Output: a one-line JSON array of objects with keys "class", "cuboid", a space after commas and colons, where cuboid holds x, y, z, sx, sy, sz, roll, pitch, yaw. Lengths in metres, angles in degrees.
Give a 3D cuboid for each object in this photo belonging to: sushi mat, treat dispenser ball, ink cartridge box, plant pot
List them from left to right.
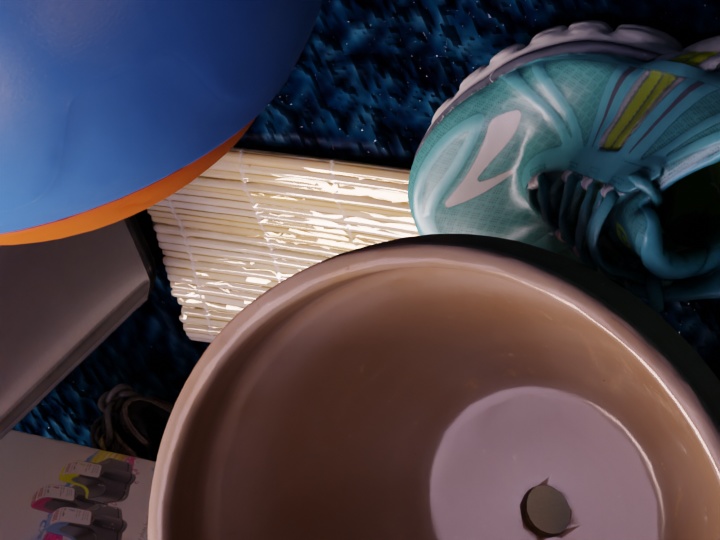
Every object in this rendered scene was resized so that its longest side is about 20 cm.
[{"class": "treat dispenser ball", "cuboid": [-0.106, -0.108, 0.685, 0.200, 0.201, 0.201, 23, 139, 22]}, {"class": "ink cartridge box", "cuboid": [-0.121, 0.131, 0.943, 0.199, 0.068, 0.115, 12, 128, 9]}, {"class": "sushi mat", "cuboid": [0.000, 0.000, 0.855, 0.199, 0.012, 0.096, 8, 133, 35]}, {"class": "plant pot", "cuboid": [0.043, 0.084, 0.726, 0.200, 0.093, 0.202, 5, 102, 27]}]

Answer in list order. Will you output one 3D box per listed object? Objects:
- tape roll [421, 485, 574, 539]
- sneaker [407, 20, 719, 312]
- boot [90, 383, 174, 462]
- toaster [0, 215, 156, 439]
[{"class": "tape roll", "cuboid": [0.075, 0.133, 0.865, 0.202, 0.071, 0.203, 23, 143, 19]}, {"class": "sneaker", "cuboid": [0.085, -0.028, 0.699, 0.200, 0.080, 0.078, -6, 121, 45]}, {"class": "boot", "cuboid": [-0.111, 0.104, 1.017, 0.199, 0.069, 0.174, 25, 140, 5]}, {"class": "toaster", "cuboid": [-0.191, -0.031, 0.904, 0.180, 0.119, 0.201, 8, 132, 37]}]
